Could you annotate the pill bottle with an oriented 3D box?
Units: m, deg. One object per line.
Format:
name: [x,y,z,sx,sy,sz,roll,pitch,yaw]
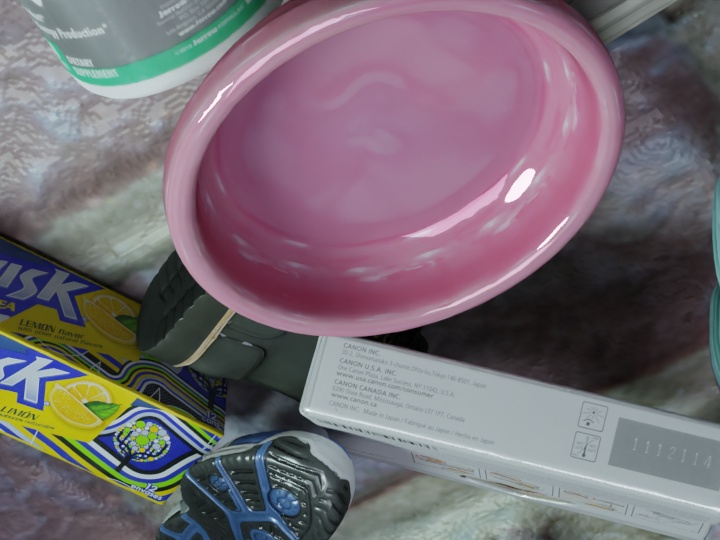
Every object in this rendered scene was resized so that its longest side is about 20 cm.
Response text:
pill bottle: [-0.119,-0.178,1.025,0.113,0.113,0.200,-19,128,18]

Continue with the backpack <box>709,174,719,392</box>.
backpack: [0.244,0.018,1.144,0.153,0.176,0.200,-32,113,28]

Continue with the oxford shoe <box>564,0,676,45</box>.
oxford shoe: [0.131,-0.150,1.074,0.200,0.075,0.058,-31,100,25]

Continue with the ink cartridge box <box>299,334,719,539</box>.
ink cartridge box: [0.079,0.082,1.195,0.200,0.045,0.176,14,172,6]

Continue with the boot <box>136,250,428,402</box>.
boot: [0.000,0.000,1.214,0.138,0.078,0.200,25,140,-25]

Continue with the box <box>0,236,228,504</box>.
box: [-0.166,0.038,1.246,0.200,0.070,0.064,26,126,-20]

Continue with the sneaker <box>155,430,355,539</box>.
sneaker: [-0.046,0.108,1.259,0.076,0.077,0.200,45,154,-4]

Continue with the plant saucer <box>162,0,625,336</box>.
plant saucer: [0.012,-0.056,1.062,0.200,0.051,0.201,-10,138,-9]
